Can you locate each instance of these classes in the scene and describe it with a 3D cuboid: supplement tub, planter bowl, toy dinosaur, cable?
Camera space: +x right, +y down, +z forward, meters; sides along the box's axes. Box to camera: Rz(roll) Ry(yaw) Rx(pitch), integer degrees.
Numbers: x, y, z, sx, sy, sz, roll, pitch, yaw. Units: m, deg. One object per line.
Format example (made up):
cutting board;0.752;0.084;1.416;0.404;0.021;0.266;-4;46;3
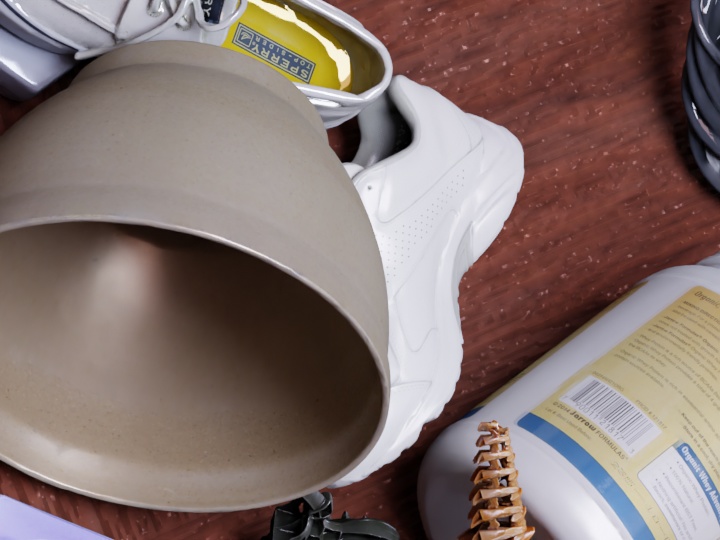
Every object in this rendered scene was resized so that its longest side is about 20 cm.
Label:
supplement tub;0.141;0.088;1.084;0.200;0.145;0.145;-34;99;-27
planter bowl;-0.080;-0.010;0.970;0.200;0.200;0.135;26;49;-22
toy dinosaur;0.023;0.150;1.019;0.135;0.102;0.201;14;99;-10
cable;0.243;-0.095;1.183;0.199;0.051;0.164;22;116;-21

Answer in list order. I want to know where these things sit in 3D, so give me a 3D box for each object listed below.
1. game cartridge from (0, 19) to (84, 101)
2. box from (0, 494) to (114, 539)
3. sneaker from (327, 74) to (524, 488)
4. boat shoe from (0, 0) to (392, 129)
game cartridge;-0.170;-0.182;1.022;0.133;0.040;0.200;-40;101;-30
box;-0.143;0.207;0.973;0.117;0.048;0.201;25;74;-22
sneaker;0.000;0.000;1.058;0.099;0.078;0.201;35;59;-29
boat shoe;-0.073;-0.114;0.996;0.201;0.086;0.075;25;72;-24
